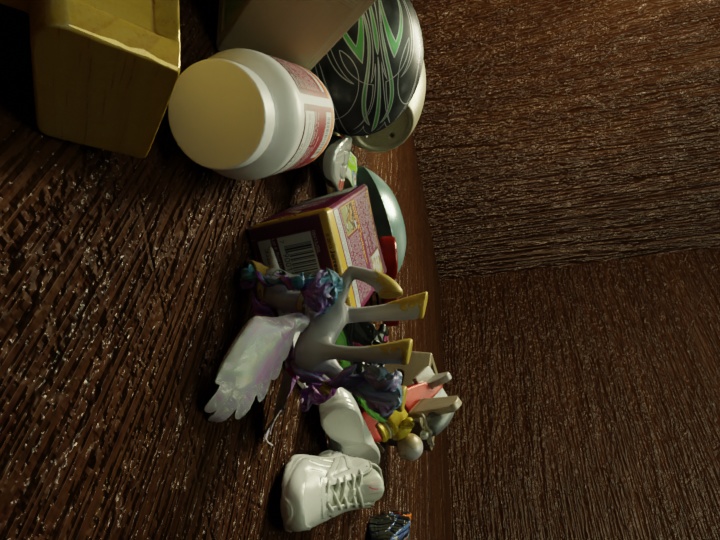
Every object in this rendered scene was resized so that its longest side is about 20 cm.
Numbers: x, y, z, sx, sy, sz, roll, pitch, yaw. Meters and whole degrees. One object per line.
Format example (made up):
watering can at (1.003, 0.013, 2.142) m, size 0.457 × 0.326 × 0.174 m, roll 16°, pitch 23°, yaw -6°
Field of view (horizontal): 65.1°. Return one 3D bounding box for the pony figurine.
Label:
pony figurine at (-0.047, 0.075, 0.559) m, size 0.167 × 0.197 × 0.195 m, roll 74°, pitch 29°, yaw -64°

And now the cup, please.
cup at (0.024, -0.278, 0.925) m, size 0.201 × 0.198 × 0.144 m, roll 69°, pitch 7°, yaw -49°

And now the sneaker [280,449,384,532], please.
sneaker at (-0.025, 0.254, 0.670) m, size 0.200 × 0.098 × 0.079 m, roll 13°, pitch 74°, yaw -70°

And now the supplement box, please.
supplement box at (-0.044, -0.022, 0.711) m, size 0.200 × 0.102 × 0.133 m, roll -48°, pitch 125°, yaw -69°

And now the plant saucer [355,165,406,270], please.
plant saucer at (0.041, -0.085, 0.974) m, size 0.201 × 0.038 × 0.204 m, roll 163°, pitch -90°, yaw -80°

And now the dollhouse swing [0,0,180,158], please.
dollhouse swing at (-0.193, -0.189, 0.296) m, size 0.181 × 0.174 × 0.203 m, roll -20°, pitch -107°, yaw 60°

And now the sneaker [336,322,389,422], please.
sneaker at (0.009, 0.118, 0.808) m, size 0.077 × 0.083 × 0.203 m, roll 112°, pitch -40°, yaw -80°

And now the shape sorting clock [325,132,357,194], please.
shape sorting clock at (-0.037, -0.158, 1.011) m, size 0.200 × 0.039 × 0.203 m, roll -5°, pitch 90°, yaw -77°

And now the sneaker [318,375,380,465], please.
sneaker at (-0.021, 0.225, 0.812) m, size 0.089 × 0.074 × 0.202 m, roll -114°, pitch -168°, yaw -49°

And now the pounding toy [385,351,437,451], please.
pounding toy at (0.095, 0.270, 1.244) m, size 0.185 × 0.140 × 0.202 m, roll 68°, pitch 30°, yaw -50°

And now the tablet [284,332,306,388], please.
tablet at (-0.071, 0.070, 0.787) m, size 0.131 × 0.013 × 0.202 m, roll 68°, pitch 20°, yaw -53°

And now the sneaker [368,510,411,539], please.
sneaker at (0.062, 0.496, 1.046) m, size 0.200 × 0.074 × 0.080 m, roll 49°, pitch 39°, yaw -67°

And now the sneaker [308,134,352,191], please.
sneaker at (-0.058, -0.166, 0.827) m, size 0.200 × 0.081 × 0.078 m, roll -90°, pitch -169°, yaw -77°

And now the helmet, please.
helmet at (-0.007, -0.287, 0.749) m, size 0.201 × 0.198 × 0.192 m, roll 63°, pitch 6°, yaw -59°

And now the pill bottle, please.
pill bottle at (-0.098, -0.148, 0.540) m, size 0.200 × 0.111 × 0.115 m, roll -55°, pitch 136°, yaw -73°

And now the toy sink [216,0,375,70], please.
toy sink at (-0.060, -0.315, 0.572) m, size 0.111 × 0.199 × 0.132 m, roll 13°, pitch 65°, yaw -36°

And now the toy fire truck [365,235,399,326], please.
toy fire truck at (0.000, 0.000, 0.923) m, size 0.169 × 0.110 × 0.203 m, roll -96°, pitch -178°, yaw -63°

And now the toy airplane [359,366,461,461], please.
toy airplane at (0.079, 0.247, 0.958) m, size 0.200 × 0.197 × 0.143 m, roll 37°, pitch 37°, yaw -76°
